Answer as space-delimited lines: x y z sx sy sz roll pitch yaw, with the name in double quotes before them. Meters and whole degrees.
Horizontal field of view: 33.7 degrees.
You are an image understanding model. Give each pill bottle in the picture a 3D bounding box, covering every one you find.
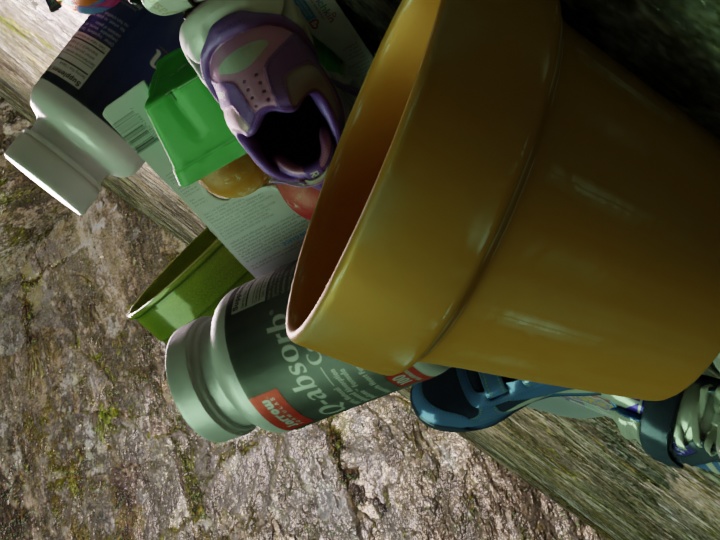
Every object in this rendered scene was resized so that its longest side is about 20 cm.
"pill bottle" -0.038 0.052 0.874 0.116 0.198 0.117 45 -149 -38
"pill bottle" -0.206 -0.151 1.002 0.111 0.201 0.111 35 172 6

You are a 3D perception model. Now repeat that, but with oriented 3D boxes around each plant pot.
"plant pot" -0.084 0.041 1.137 0.193 0.200 0.200 46 170 -11
"plant pot" 0.084 -0.029 0.571 0.181 0.202 0.200 21 174 -9

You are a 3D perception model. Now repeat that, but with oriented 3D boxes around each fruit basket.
"fruit basket" -0.050 -0.090 0.840 0.200 0.184 0.094 45 -152 -38

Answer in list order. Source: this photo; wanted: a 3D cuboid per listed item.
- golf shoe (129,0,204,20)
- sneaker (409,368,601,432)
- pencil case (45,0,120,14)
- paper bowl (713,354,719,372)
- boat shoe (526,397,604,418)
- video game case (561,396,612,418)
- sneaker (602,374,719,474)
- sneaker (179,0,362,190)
"golf shoe" -0.080 -0.180 0.687 0.078 0.095 0.199 43 169 -32
"sneaker" 0.134 0.075 0.979 0.082 0.198 0.075 69 -176 -64
"pencil case" -0.221 -0.261 0.878 0.088 0.089 0.200 36 170 4
"paper bowl" 0.270 0.079 0.608 0.200 0.105 0.201 37 171 7
"boat shoe" 0.180 0.107 1.280 0.198 0.066 0.074 11 154 22
"video game case" 0.233 0.107 1.102 0.199 0.023 0.182 22 165 31
"sneaker" 0.243 0.107 0.844 0.145 0.082 0.200 15 177 1
"sneaker" -0.032 -0.081 0.700 0.200 0.080 0.089 41 -160 -59
